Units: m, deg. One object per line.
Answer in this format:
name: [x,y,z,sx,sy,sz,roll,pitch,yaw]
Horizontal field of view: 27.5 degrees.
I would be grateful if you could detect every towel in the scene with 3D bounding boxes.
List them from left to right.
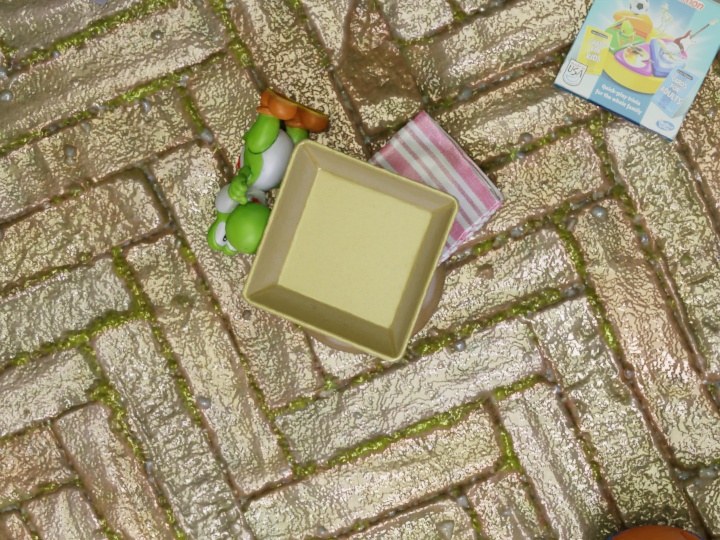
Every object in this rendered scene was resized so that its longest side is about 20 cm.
towel: [0.048,-0.066,1.690,0.200,0.030,0.146,-43,85,7]

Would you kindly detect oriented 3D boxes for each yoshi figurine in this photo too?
yoshi figurine: [-0.107,-0.100,1.701,0.112,0.112,0.201,27,99,0]

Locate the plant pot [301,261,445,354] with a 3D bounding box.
plant pot: [0.000,0.000,1.728,0.199,0.027,0.201,0,93,8]

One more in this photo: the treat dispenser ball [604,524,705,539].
treat dispenser ball: [0.325,0.380,1.609,0.200,0.201,0.202,0,92,8]

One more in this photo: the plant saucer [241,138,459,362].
plant saucer: [-0.009,-0.024,1.668,0.199,0.048,0.201,22,98,8]

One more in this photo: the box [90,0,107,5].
box: [-0.347,-0.386,1.673,0.124,0.200,0.098,34,96,5]

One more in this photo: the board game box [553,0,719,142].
board game box: [0.329,-0.268,1.660,0.151,0.047,0.201,26,96,6]
